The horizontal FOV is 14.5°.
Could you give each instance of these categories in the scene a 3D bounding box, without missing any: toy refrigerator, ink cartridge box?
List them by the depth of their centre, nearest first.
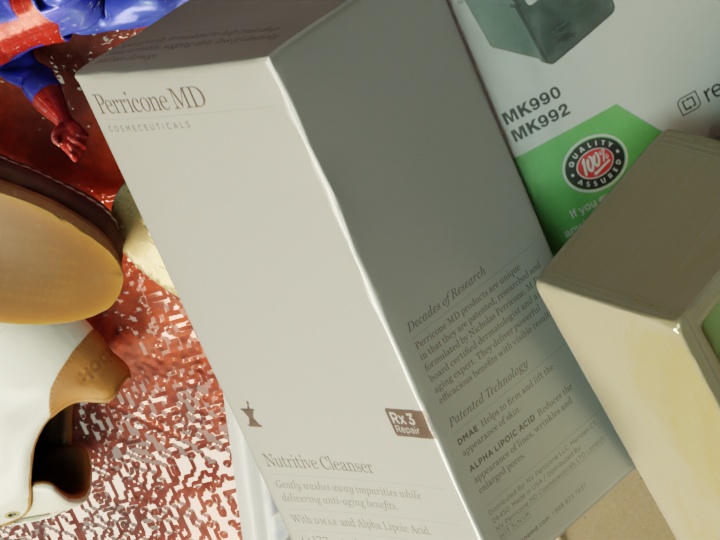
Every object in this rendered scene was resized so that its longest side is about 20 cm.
[{"bbox_3d":[0.141,0.054,0.953,0.070,0.076,0.200,18,148,45],"label":"toy refrigerator"},{"bbox_3d":[0.074,-0.121,0.965,0.146,0.084,0.200,-29,106,0],"label":"ink cartridge box"}]

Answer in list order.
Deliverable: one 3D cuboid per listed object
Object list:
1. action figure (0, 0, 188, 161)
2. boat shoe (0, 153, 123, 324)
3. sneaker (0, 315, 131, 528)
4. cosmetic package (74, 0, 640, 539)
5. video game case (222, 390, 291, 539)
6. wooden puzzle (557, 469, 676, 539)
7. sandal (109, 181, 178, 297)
[{"bbox_3d":[-0.103,-0.084,1.049,0.200,0.099,0.065,-14,141,23],"label":"action figure"},{"bbox_3d":[-0.186,-0.036,1.094,0.200,0.070,0.070,16,129,-13],"label":"boat shoe"},{"bbox_3d":[-0.166,0.095,1.171,0.085,0.073,0.200,37,118,-3],"label":"sneaker"},{"bbox_3d":[0.000,0.000,0.952,0.113,0.081,0.200,-3,119,51],"label":"cosmetic package"},{"bbox_3d":[0.038,0.029,1.059,0.182,0.023,0.200,-12,112,-13],"label":"video game case"},{"bbox_3d":[0.131,0.060,1.070,0.200,0.037,0.185,-19,112,-5],"label":"wooden puzzle"},{"bbox_3d":[-0.007,0.029,1.098,0.212,0.070,0.078,27,120,0],"label":"sandal"}]
